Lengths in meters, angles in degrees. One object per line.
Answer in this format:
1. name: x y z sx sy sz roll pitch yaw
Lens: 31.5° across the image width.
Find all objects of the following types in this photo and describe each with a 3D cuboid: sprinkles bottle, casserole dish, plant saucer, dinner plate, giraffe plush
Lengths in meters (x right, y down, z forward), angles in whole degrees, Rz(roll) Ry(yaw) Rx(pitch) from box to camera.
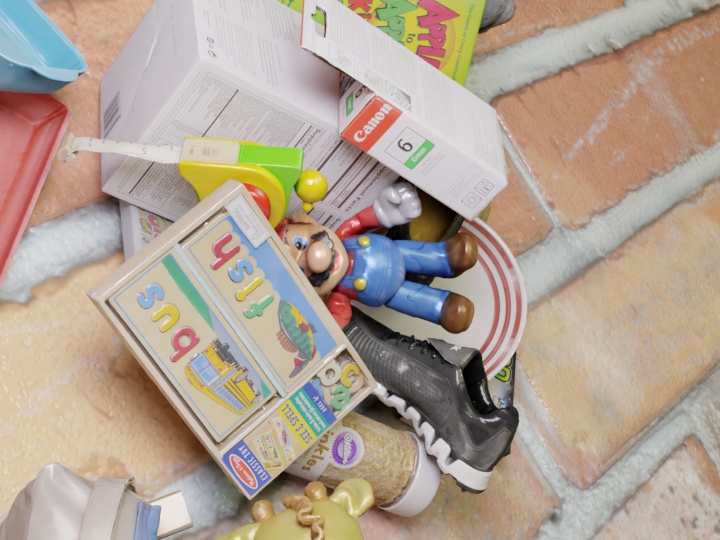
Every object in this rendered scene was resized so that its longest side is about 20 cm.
1. sprinkles bottle: -0.029 0.139 1.029 0.200 0.068 0.068 25 50 -29
2. casserole dish: -0.296 -0.199 0.976 0.200 0.039 0.121 47 20 14
3. plant saucer: -0.329 -0.094 0.925 0.199 0.037 0.200 31 48 -24
4. dinner plate: 0.051 0.025 1.155 0.200 0.024 0.201 3 63 -7
5. giraffe plush: -0.029 0.242 0.918 0.172 0.200 0.162 3 34 -37

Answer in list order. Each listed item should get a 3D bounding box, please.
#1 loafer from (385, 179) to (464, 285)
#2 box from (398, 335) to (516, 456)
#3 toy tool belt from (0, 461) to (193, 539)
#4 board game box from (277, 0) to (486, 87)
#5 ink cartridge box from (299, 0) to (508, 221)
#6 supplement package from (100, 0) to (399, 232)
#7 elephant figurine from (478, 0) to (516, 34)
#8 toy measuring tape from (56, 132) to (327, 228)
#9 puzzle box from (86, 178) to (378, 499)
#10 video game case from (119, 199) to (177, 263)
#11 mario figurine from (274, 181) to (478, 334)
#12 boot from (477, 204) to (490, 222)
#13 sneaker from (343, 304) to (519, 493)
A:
1. loafer: 0.075 -0.075 1.148 0.073 0.072 0.200 21 66 -8
2. box: 0.098 0.072 1.210 0.110 0.035 0.200 31 48 -25
3. toy tool belt: -0.165 0.228 0.811 0.123 0.125 0.200 14 56 -26
4. board game box: 0.004 -0.226 1.160 0.200 0.102 0.048 9 26 -9
5. ink cartridge box: 0.023 -0.132 1.000 0.200 0.050 0.109 30 32 -22
6. supplement package: -0.091 -0.124 1.052 0.200 0.151 0.152 23 35 -30
7. elephant figurine: 0.060 -0.319 1.241 0.155 0.141 0.200 -31 103 -68
8. toy measuring tape: -0.124 -0.063 0.956 0.200 0.074 0.074 4 56 -1
9. puzzle box: -0.088 0.052 0.920 0.133 0.025 0.200 -40 116 -14
10. video game case: -0.105 0.014 1.021 0.182 0.023 0.200 24 30 -30
11. mario figurine: 0.000 0.000 1.002 0.200 0.106 0.124 7 45 -19
12. boot: 0.016 -0.117 1.223 0.200 0.066 0.175 20 30 -34
13. sneaker: 0.056 0.084 1.054 0.200 0.091 0.066 46 22 21
